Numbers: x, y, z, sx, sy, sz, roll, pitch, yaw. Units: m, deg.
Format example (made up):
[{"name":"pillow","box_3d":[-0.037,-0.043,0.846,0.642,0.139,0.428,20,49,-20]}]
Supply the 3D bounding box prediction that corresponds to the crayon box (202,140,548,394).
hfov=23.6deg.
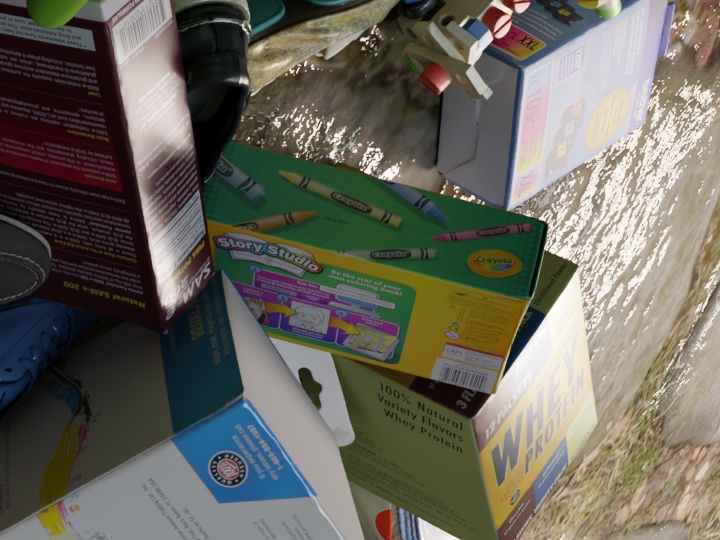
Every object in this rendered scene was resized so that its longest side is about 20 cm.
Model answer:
[{"name":"crayon box","box_3d":[0.000,0.000,1.023,0.119,0.200,0.058,102,3,-58]}]

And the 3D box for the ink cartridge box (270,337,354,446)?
[{"name":"ink cartridge box","box_3d":[-0.103,0.115,1.083,0.200,0.068,0.117,-17,127,-2]}]

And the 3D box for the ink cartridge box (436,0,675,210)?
[{"name":"ink cartridge box","box_3d":[0.153,-0.150,1.280,0.200,0.076,0.136,-34,144,-33]}]

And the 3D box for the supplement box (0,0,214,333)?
[{"name":"supplement box","box_3d":[-0.144,-0.071,0.879,0.061,0.109,0.200,-53,148,-44]}]

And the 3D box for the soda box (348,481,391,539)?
[{"name":"soda box","box_3d":[-0.016,0.207,1.291,0.200,0.068,0.063,-86,-167,-64]}]

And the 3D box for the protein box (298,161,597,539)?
[{"name":"protein box","box_3d":[0.042,0.064,1.197,0.135,0.198,0.200,-52,151,-24]}]

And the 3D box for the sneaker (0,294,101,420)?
[{"name":"sneaker","box_3d":[-0.195,0.049,0.948,0.200,0.078,0.066,-32,141,-35]}]

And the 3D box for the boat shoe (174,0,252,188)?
[{"name":"boat shoe","box_3d":[-0.106,-0.069,0.944,0.074,0.066,0.199,1,148,-35]}]

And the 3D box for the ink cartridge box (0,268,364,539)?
[{"name":"ink cartridge box","box_3d":[-0.121,0.130,0.959,0.200,0.145,0.147,-29,120,5]}]

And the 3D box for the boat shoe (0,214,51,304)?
[{"name":"boat shoe","box_3d":[-0.241,-0.002,0.835,0.200,0.057,0.067,14,134,-36]}]

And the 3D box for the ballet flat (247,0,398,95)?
[{"name":"ballet flat","box_3d":[-0.042,-0.145,1.024,0.200,0.071,0.071,-31,142,-25]}]

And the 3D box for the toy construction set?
[{"name":"toy construction set","box_3d":[0.098,-0.177,1.120,0.200,0.131,0.092,-40,146,-23]}]

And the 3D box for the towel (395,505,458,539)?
[{"name":"towel","box_3d":[0.065,0.159,1.390,0.147,0.024,0.200,-15,99,-64]}]

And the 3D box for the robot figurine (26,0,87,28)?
[{"name":"robot figurine","box_3d":[-0.117,-0.208,0.772,0.116,0.175,0.200,-36,-150,52]}]
